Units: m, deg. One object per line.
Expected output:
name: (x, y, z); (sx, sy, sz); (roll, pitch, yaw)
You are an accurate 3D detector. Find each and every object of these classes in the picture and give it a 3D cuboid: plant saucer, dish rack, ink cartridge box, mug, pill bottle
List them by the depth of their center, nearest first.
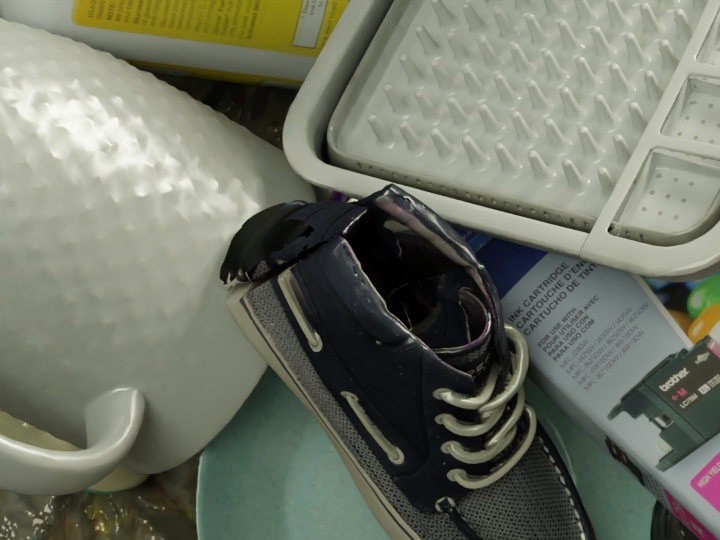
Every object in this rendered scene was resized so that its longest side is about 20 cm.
ink cartridge box: (0.119, 0.010, 0.733); (0.119, 0.042, 0.200); (-42, 53, -5)
dish rack: (0.084, -0.078, 0.749); (0.199, 0.044, 0.172); (16, 68, 31)
mug: (-0.130, -0.001, 0.760); (0.148, 0.175, 0.201); (-39, 34, 35)
plant saucer: (0.031, 0.097, 0.801); (0.200, 0.039, 0.202); (1, 83, -7)
pill bottle: (-0.090, -0.140, 0.827); (0.199, 0.112, 0.113); (6, 79, -17)

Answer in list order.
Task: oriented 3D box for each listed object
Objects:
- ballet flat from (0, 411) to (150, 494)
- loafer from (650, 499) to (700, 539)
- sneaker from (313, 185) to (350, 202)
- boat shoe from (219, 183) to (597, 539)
ballet flat: (-0.168, 0.023, 0.884); (0.200, 0.069, 0.070); (36, 92, 21)
loafer: (0.171, 0.035, 0.762); (0.072, 0.072, 0.201); (15, 86, -2)
sneaker: (0.000, 0.000, 0.847); (0.083, 0.081, 0.200); (35, 100, 5)
boat shoe: (0.035, 0.054, 0.722); (0.200, 0.093, 0.075); (47, 65, -13)
